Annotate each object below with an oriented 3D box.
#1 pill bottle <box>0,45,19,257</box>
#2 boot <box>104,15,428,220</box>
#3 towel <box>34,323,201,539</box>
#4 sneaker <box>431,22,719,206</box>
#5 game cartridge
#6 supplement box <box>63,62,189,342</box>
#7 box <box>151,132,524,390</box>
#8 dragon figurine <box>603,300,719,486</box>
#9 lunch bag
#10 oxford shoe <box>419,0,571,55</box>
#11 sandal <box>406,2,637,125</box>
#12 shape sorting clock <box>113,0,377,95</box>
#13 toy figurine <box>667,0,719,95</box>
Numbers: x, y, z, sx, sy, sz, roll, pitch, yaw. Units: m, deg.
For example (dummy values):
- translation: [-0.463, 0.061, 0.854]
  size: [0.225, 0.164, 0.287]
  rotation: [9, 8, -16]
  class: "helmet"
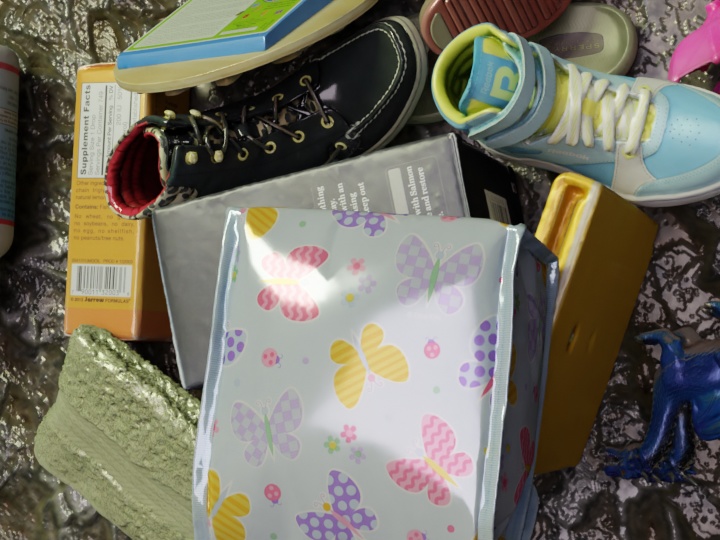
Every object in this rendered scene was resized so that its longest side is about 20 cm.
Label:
- translation: [-0.315, -0.070, 1.057]
  size: [0.108, 0.109, 0.202]
  rotation: [0, 87, 17]
  class: "pill bottle"
- translation: [-0.063, -0.094, 0.925]
  size: [0.203, 0.153, 0.074]
  rotation: [-35, 76, 40]
  class: "boot"
- translation: [-0.146, 0.141, 0.997]
  size: [0.200, 0.036, 0.149]
  rotation: [38, 128, 14]
  class: "towel"
- translation: [0.130, -0.094, 0.841]
  size: [0.199, 0.130, 0.080]
  rotation: [11, 86, 33]
  class: "sneaker"
- translation: [0.129, 0.039, 0.865]
  size: [0.032, 0.200, 0.178]
  rotation: [20, 92, 21]
  class: "game cartridge"
- translation: [-0.172, -0.049, 1.034]
  size: [0.068, 0.066, 0.202]
  rotation: [4, 87, 20]
  class: "supplement box"
- translation: [0.000, 0.000, 0.910]
  size: [0.198, 0.197, 0.118]
  rotation: [-13, 84, 16]
  class: "box"
- translation: [0.235, 0.073, 0.883]
  size: [0.199, 0.059, 0.100]
  rotation: [-29, 69, 37]
  class: "dragon figurine"
- translation: [0.008, 0.077, 0.737]
  size: [0.168, 0.127, 0.202]
  rotation: [3, 78, 19]
  class: "lunch bag"
- translation: [0.113, -0.215, 0.941]
  size: [0.199, 0.071, 0.074]
  rotation: [-37, 37, -10]
  class: "oxford shoe"
- translation: [0.088, -0.152, 0.963]
  size: [0.199, 0.057, 0.081]
  rotation: [-9, 84, 16]
  class: "sandal"
- translation: [-0.074, -0.166, 0.956]
  size: [0.198, 0.201, 0.039]
  rotation: [-16, 118, 16]
  class: "shape sorting clock"
- translation: [0.274, -0.087, 0.887]
  size: [0.184, 0.150, 0.201]
  rotation: [35, 122, 29]
  class: "toy figurine"
